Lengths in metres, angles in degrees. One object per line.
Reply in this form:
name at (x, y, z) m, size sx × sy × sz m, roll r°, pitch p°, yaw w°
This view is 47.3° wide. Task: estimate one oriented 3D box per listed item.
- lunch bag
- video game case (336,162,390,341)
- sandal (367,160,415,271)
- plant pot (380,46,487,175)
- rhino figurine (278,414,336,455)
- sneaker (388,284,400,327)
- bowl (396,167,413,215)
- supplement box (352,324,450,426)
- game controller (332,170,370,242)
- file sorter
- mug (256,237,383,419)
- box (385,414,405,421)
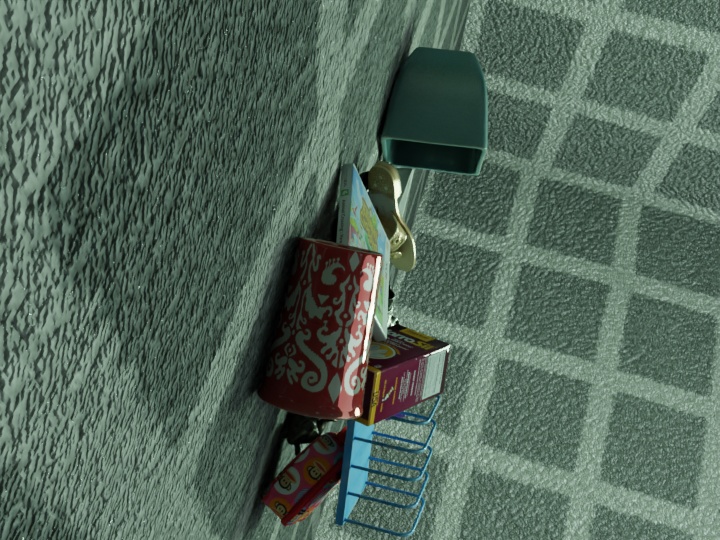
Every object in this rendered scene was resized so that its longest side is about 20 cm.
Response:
lunch bag at (-0.073, 0.331, 1.368) m, size 0.176 × 0.082 × 0.200 m, roll -47°, pitch 169°, yaw -2°
video game case at (0.007, -0.025, 1.205) m, size 0.200 × 0.022 × 0.183 m, roll 62°, pitch 25°, yaw -50°
sandal at (0.036, -0.073, 1.376) m, size 0.070 × 0.077 × 0.213 m, roll -44°, pitch 135°, yaw -41°
plant pot at (0.149, -0.314, 1.586) m, size 0.196 × 0.195 × 0.202 m, roll 65°, pitch 32°, yaw -82°
rhino figurine at (-0.087, 0.260, 1.397) m, size 0.087 × 0.060 × 0.200 m, roll -38°, pitch 179°, yaw 9°
sneaker at (0.038, 0.087, 1.355) m, size 0.115 × 0.200 × 0.076 m, roll -33°, pitch -146°, yaw 45°
bowl at (0.038, -0.092, 1.638) m, size 0.201 × 0.074 × 0.201 m, roll -70°, pitch 173°, yaw -48°
supplement box at (0.035, 0.152, 1.235) m, size 0.199 × 0.110 × 0.086 m, roll -12°, pitch 115°, yaw -52°
game controller at (-0.009, -0.083, 1.350) m, size 0.200 × 0.042 × 0.105 m, roll -68°, pitch 172°, yaw -55°
file sorter at (0.046, 0.289, 1.288) m, size 0.139 × 0.122 × 0.202 m, roll -40°, pitch 138°, yaw -70°
mug at (-0.059, 0.063, 1.028) m, size 0.133 × 0.177 × 0.202 m, roll 6°, pitch 97°, yaw -48°
box at (0.047, 0.196, 1.521) m, size 0.200 × 0.039 × 0.138 m, roll 89°, pitch -10°, yaw -87°
